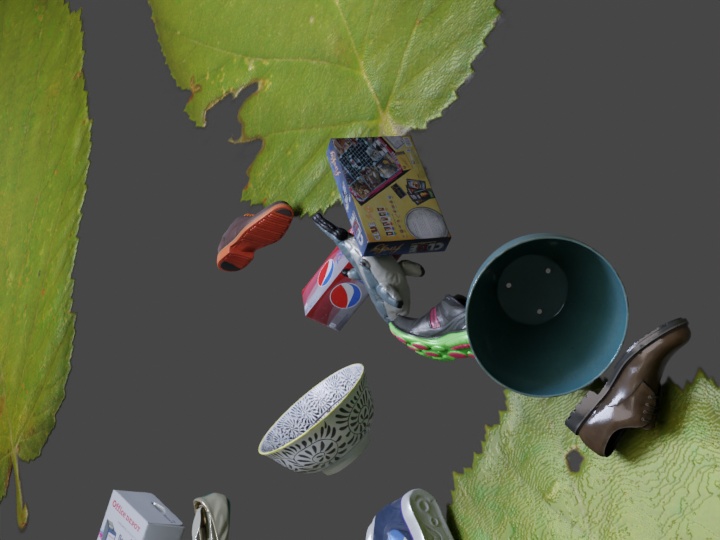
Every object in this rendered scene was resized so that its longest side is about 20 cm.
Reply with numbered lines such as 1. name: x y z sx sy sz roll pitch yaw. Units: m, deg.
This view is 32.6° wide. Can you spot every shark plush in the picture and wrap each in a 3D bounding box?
1. shark plush: 0.000 0.000 1.800 0.083 0.199 0.091 -36 24 47

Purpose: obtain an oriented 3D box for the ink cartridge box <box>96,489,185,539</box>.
1. ink cartridge box: -0.404 0.510 2.178 0.145 0.087 0.202 26 97 49

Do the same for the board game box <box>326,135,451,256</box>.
1. board game box: 0.039 -0.113 1.817 0.035 0.134 0.202 113 146 -49

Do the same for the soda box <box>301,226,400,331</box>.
1. soda box: -0.008 -0.005 1.881 0.201 0.069 0.064 -51 29 25

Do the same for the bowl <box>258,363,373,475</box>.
1. bowl: -0.046 0.238 1.818 0.200 0.095 0.201 -38 9 7

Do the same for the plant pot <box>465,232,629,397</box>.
1. plant pot: 0.224 0.041 1.545 0.135 0.198 0.202 -92 27 -76

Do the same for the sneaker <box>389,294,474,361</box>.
1. sneaker: 0.124 0.078 1.726 0.198 0.077 0.085 -2 60 45

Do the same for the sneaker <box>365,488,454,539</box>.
1. sneaker: 0.070 0.415 1.681 0.147 0.080 0.202 -48 51 40

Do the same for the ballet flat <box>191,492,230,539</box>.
1. ballet flat: -0.248 0.467 2.028 0.069 0.069 0.203 -28 59 40

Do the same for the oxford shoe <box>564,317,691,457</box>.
1. oxford shoe: 0.336 0.142 1.466 0.085 0.072 0.201 48 119 27

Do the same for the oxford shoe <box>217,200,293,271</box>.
1. oxford shoe: -0.187 -0.076 2.116 0.199 0.071 0.073 -35 50 38
